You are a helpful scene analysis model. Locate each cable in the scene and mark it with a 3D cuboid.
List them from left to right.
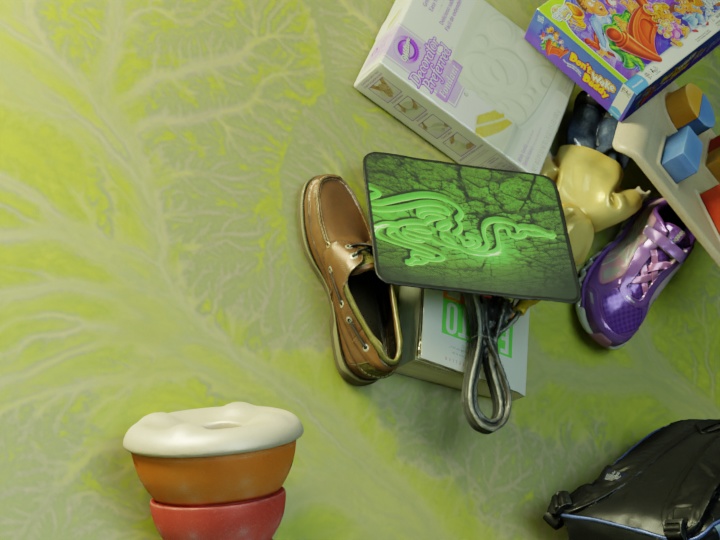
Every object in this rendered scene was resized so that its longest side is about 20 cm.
[{"bbox_3d":[0.122,0.045,1.404,0.097,0.050,0.201,31,54,-22],"label":"cable"}]

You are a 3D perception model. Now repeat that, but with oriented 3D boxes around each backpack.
[{"bbox_3d":[0.307,0.233,1.428,0.200,0.182,0.148,-35,115,-37],"label":"backpack"}]

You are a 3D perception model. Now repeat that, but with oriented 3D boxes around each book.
[{"bbox_3d":[0.103,0.013,1.465,0.133,0.048,0.201,18,63,-28],"label":"book"}]

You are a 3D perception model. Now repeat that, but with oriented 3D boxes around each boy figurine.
[{"bbox_3d":[0.230,-0.083,1.550,0.123,0.065,0.201,18,64,3],"label":"boy figurine"}]

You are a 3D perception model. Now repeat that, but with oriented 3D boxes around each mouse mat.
[{"bbox_3d":[0.102,-0.040,1.415,0.198,0.008,0.162,5,49,-15],"label":"mouse mat"}]

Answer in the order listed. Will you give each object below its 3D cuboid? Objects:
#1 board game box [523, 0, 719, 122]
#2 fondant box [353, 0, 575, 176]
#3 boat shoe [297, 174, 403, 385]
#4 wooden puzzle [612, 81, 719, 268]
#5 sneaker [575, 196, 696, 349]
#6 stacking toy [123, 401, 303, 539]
[{"bbox_3d":[0.281,-0.252,1.559,0.134,0.045,0.200,43,56,14],"label":"board game box"},{"bbox_3d":[0.108,-0.190,1.526,0.199,0.058,0.145,34,59,-15],"label":"fondant box"},{"bbox_3d":[0.000,0.000,1.390,0.072,0.068,0.201,-11,78,-31],"label":"boat shoe"},{"bbox_3d":[0.348,-0.110,1.558,0.200,0.046,0.186,44,37,-14],"label":"wooden puzzle"},{"bbox_3d":[0.289,-0.009,1.551,0.080,0.088,0.201,42,58,-13],"label":"sneaker"},{"bbox_3d":[-0.113,0.214,1.238,0.145,0.146,0.202,-6,95,-32],"label":"stacking toy"}]
